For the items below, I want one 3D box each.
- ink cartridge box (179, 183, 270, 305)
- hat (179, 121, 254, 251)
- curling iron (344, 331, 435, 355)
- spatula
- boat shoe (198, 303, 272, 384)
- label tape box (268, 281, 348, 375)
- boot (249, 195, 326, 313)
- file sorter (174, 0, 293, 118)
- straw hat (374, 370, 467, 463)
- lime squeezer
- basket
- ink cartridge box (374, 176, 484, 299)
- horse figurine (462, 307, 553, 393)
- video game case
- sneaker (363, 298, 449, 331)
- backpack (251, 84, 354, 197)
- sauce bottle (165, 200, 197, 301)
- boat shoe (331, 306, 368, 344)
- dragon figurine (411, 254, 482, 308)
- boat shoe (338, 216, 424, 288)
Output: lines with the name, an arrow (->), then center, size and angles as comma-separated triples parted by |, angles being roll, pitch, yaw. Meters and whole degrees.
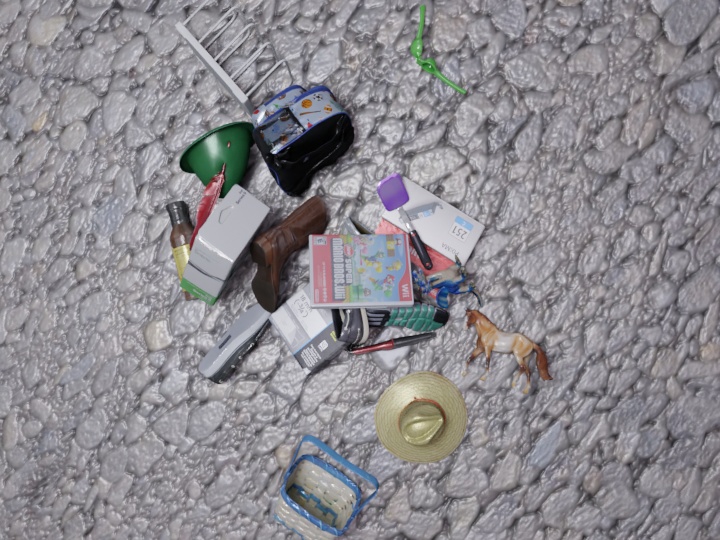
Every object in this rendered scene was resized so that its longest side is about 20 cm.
ink cartridge box -> -0.261, -0.044, 1.113 | 0.083, 0.200, 0.148 | 32, 56, -8
hat -> -0.252, -0.161, 1.145 | 0.197, 0.165, 0.179 | -30, 81, 11
curling iron -> 0.059, 0.144, 1.208 | 0.194, 0.026, 0.051 | -5, 87, 3
spatula -> 0.094, -0.092, 1.163 | 0.055, 0.021, 0.204 | -26, 91, 2
boat shoe -> -0.249, 0.150, 1.213 | 0.200, 0.069, 0.057 | -45, 123, -4
label tape box -> -0.068, 0.091, 1.184 | 0.199, 0.063, 0.145 | -39, 77, 3
boot -> -0.135, -0.035, 1.179 | 0.063, 0.200, 0.190 | 26, 136, 21
file sorter -> -0.243, -0.428, 1.170 | 0.124, 0.139, 0.201 | -42, 88, -1
straw hat -> 0.124, 0.309, 1.175 | 0.195, 0.085, 0.208 | 0, 90, 4
lime squeezer -> 0.144, -0.441, 1.203 | 0.070, 0.038, 0.204 | -25, 88, -28
basket -> -0.077, 0.432, 1.150 | 0.174, 0.139, 0.202 | 34, 122, 3
ink cartridge box -> 0.127, -0.062, 1.195 | 0.197, 0.045, 0.179 | 30, 91, 3
horse figurine -> 0.291, 0.165, 1.177 | 0.195, 0.050, 0.136 | 13, 74, 11
video game case -> 0.000, 0.000, 1.111 | 0.194, 0.018, 0.147 | -1, 68, -7
sneaker -> 0.087, 0.066, 1.178 | 0.195, 0.075, 0.089 | 8, 47, -23
backpack -> -0.110, -0.266, 1.147 | 0.187, 0.200, 0.157 | -29, 79, -3
sauce bottle -> -0.359, -0.042, 1.213 | 0.063, 0.065, 0.206 | -14, 88, 3
boat shoe -> -0.038, 0.043, 1.127 | 0.061, 0.073, 0.205 | -2, 65, -31
dragon figurine -> 0.171, 0.033, 1.149 | 0.098, 0.200, 0.060 | -31, 56, 14
boat shoe -> 0.044, -0.033, 1.169 | 0.199, 0.074, 0.066 | 33, 123, 10
